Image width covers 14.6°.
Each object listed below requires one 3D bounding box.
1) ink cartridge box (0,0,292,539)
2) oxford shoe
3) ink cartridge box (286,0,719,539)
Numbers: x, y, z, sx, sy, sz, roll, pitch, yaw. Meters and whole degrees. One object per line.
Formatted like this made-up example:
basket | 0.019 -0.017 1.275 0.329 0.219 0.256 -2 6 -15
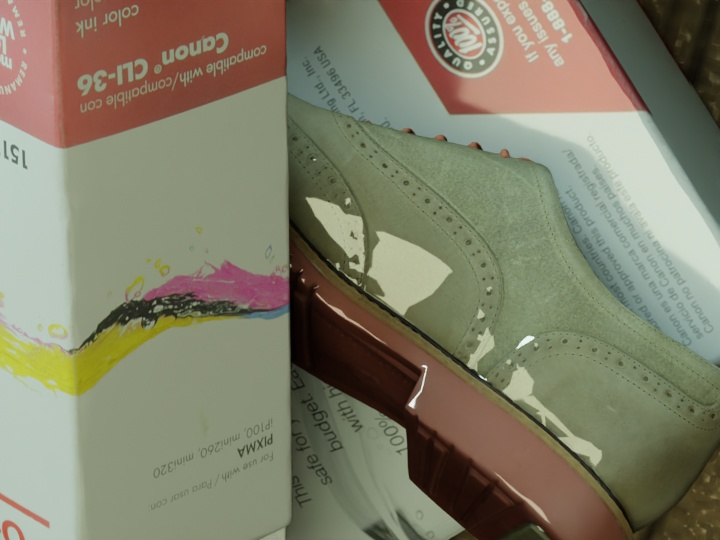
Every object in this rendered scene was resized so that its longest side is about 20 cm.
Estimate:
ink cartridge box | -0.077 0.001 0.672 0.116 0.067 0.201 26 127 42
oxford shoe | 0.008 -0.008 0.705 0.200 0.070 0.075 44 74 10
ink cartridge box | 0.000 0.000 0.775 0.200 0.083 0.147 -32 91 18
